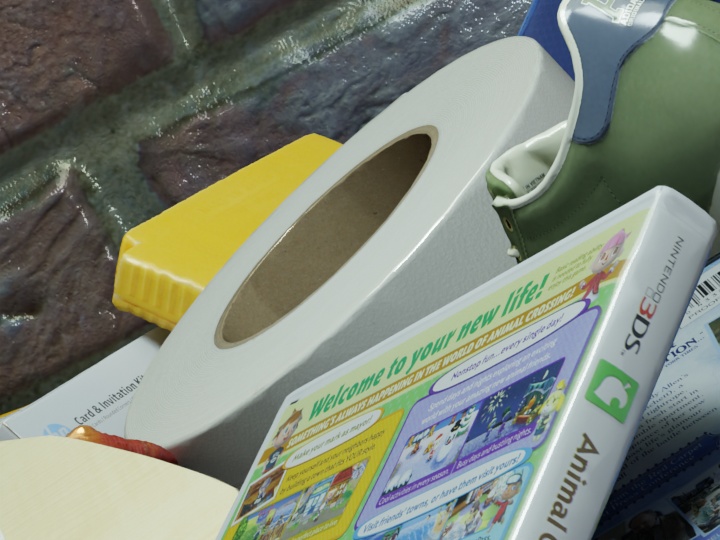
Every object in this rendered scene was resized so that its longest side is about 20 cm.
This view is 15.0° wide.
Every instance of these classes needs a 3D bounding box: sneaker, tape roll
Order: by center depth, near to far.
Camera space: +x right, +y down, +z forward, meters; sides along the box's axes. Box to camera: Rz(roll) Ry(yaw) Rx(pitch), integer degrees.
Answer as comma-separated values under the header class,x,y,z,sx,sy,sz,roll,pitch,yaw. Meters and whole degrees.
class,x,y,z,sx,sy,sz,roll,pitch,yaw
sneaker,0.079,-0.008,0.839,0.067,0.090,0.201,-47,-20,-40
tape roll,0.000,0.000,0.949,0.203,0.037,0.203,-42,14,13

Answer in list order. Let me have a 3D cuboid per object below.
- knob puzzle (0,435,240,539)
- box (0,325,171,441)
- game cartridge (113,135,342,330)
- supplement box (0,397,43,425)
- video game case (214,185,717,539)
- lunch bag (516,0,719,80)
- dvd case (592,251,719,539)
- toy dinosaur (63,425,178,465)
class,x,y,z,sx,sy,sz,roll,pitch,yaw
knob puzzle,-0.113,0.129,0.809,0.219,0.031,0.220,-14,46,15
box,-0.129,0.116,1.126,0.156,0.041,0.200,-34,-20,-56
game cartridge,0.020,0.011,1.125,0.199,0.033,0.176,22,27,22
supplement box,-0.186,0.143,1.321,0.109,0.110,0.200,-24,5,42
video game case,-0.002,0.083,0.679,0.200,0.022,0.183,-32,27,57
lunch bag,0.139,-0.075,1.060,0.132,0.136,0.201,-9,-50,-47
dvd case,0.074,0.055,0.675,0.142,0.018,0.200,-33,17,2
toy dinosaur,-0.134,0.097,0.937,0.181,0.105,0.200,-43,32,16
